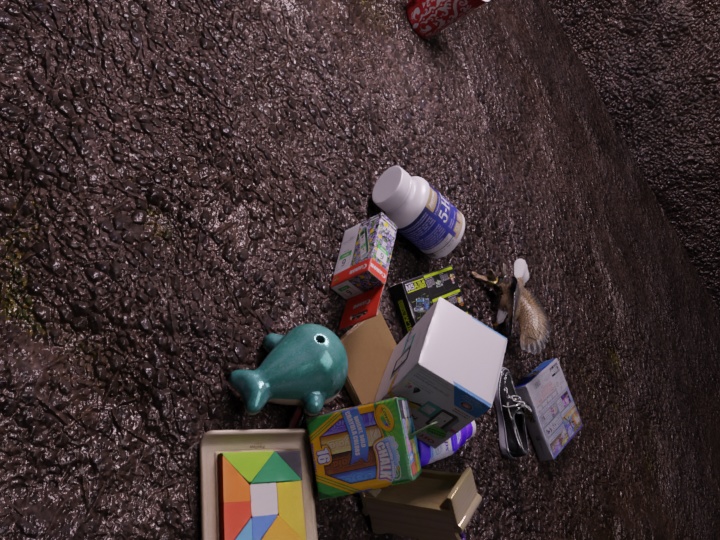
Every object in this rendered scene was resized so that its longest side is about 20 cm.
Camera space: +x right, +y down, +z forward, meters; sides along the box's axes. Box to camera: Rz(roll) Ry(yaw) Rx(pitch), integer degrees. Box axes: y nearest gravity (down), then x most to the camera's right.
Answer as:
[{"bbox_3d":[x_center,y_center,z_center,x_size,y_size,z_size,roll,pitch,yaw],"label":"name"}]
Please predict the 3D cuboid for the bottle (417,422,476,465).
[{"bbox_3d":[0.154,0.322,1.282,0.197,0.064,0.086,0,72,-47],"label":"bottle"}]

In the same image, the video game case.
[{"bbox_3d":[0.466,0.340,1.630,0.198,0.045,0.186,-19,87,-49],"label":"video game case"}]

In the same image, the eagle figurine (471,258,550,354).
[{"bbox_3d":[0.366,0.084,1.557,0.147,0.201,0.155,-12,125,-17],"label":"eagle figurine"}]

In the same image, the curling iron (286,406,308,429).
[{"bbox_3d":[-0.117,0.295,1.027,0.050,0.025,0.203,45,46,-21],"label":"curling iron"}]

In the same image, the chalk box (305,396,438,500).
[{"bbox_3d":[0.029,0.275,1.042,0.125,0.194,0.128,39,39,-73],"label":"chalk box"}]

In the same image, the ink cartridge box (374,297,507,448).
[{"bbox_3d":[0.136,0.185,1.158,0.144,0.201,0.148,29,50,-4],"label":"ink cartridge box"}]

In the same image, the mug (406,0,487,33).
[{"bbox_3d":[0.210,-0.717,1.690,0.179,0.197,0.135,50,45,-17],"label":"mug"}]

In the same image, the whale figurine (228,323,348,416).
[{"bbox_3d":[-0.105,0.151,1.029,0.196,0.105,0.160,-13,53,-40],"label":"whale figurine"}]

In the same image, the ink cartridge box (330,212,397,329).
[{"bbox_3d":[0.000,0.000,1.219,0.050,0.107,0.204,36,50,-29],"label":"ink cartridge box"}]

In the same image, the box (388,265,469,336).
[{"bbox_3d":[0.162,0.103,1.402,0.197,0.047,0.198,-16,84,-48],"label":"box"}]

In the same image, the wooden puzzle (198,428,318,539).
[{"bbox_3d":[-0.142,0.335,0.952,0.180,0.037,0.207,8,69,-33],"label":"wooden puzzle"}]

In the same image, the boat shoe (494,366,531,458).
[{"bbox_3d":[0.346,0.317,1.492,0.073,0.067,0.205,24,57,-38],"label":"boat shoe"}]

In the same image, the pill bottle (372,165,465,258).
[{"bbox_3d":[0.121,-0.126,1.399,0.198,0.118,0.123,35,50,-32],"label":"pill bottle"}]

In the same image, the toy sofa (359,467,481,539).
[{"bbox_3d":[0.097,0.382,1.092,0.082,0.195,0.101,-33,112,-49],"label":"toy sofa"}]

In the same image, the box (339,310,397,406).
[{"bbox_3d":[0.032,0.197,1.236,0.163,0.021,0.204,-34,99,-49],"label":"box"}]
